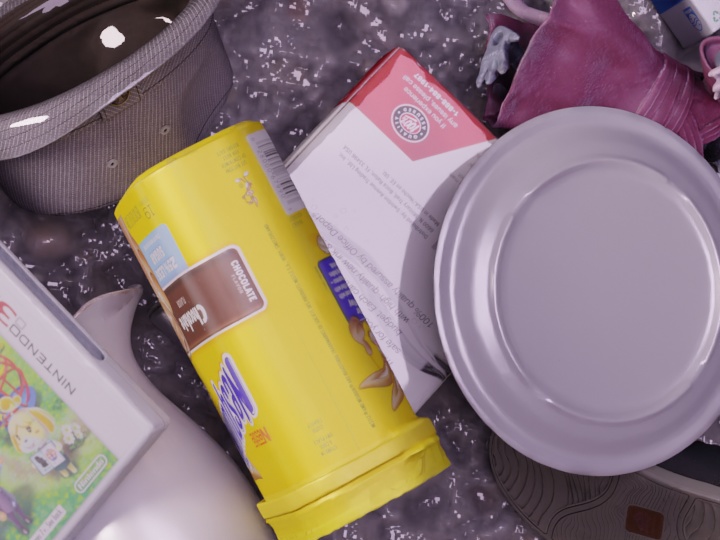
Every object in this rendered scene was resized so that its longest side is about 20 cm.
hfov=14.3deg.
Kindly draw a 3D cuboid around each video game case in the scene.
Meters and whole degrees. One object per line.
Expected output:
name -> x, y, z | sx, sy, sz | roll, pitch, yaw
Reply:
video game case -> -0.218, 0.082, 1.501 | 0.182, 0.022, 0.200 | 46, 117, 10

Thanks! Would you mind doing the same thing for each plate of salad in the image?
plate of salad -> 0.125, 0.011, 1.558 | 0.200, 0.048, 0.201 | 1, 87, -24

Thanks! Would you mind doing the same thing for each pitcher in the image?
pitcher -> -0.145, 0.132, 1.550 | 0.171, 0.121, 0.200 | -29, 88, 18

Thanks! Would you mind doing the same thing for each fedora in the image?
fedora -> -0.137, -0.100, 1.560 | 0.200, 0.177, 0.090 | -41, 123, -20

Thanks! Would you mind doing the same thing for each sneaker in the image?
sneaker -> 0.176, 0.124, 1.618 | 0.200, 0.106, 0.075 | 22, 113, 27

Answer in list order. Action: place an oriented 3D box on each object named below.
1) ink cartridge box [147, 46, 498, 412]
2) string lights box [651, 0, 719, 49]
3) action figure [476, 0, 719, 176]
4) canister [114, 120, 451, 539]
ink cartridge box -> 0.000, 0.000, 1.596 | 0.147, 0.083, 0.200 | 44, 78, -4
string lights box -> 0.178, -0.242, 1.666 | 0.103, 0.059, 0.200 | -35, 92, -12
action figure -> 0.156, -0.097, 1.645 | 0.200, 0.149, 0.134 | 28, 114, -23
canister -> -0.044, 0.033, 1.468 | 0.086, 0.149, 0.200 | -28, 88, -12
